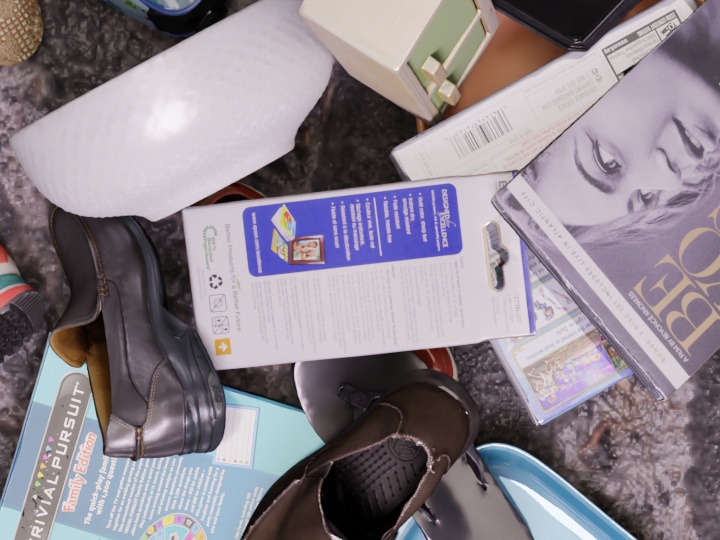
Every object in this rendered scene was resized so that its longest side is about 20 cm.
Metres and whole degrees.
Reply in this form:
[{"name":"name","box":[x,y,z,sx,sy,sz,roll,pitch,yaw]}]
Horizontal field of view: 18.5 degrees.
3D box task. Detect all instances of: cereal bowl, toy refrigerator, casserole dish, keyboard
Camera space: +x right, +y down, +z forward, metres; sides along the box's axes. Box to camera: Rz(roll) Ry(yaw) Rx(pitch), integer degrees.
[{"name":"cereal bowl","box":[-0.099,-0.085,1.272,0.199,0.200,0.084,-27,95,0]},{"name":"toy refrigerator","box":[0.028,-0.138,1.219,0.070,0.200,0.076,32,90,8]},{"name":"casserole dish","box":[0.108,0.192,1.341,0.200,0.039,0.121,39,89,1]},{"name":"keyboard","box":[0.091,-0.212,1.323,0.200,0.021,0.127,36,69,25]}]

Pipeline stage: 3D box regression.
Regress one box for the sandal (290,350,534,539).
[{"name":"sandal","box":[0.039,0.112,1.298,0.076,0.043,0.200,-41,91,-5]}]

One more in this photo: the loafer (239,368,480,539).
[{"name":"loafer","box":[-0.015,0.136,1.253,0.073,0.071,0.200,40,115,3]}]

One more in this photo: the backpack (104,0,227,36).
[{"name":"backpack","box":[-0.136,-0.263,1.302,0.199,0.147,0.184,34,86,5]}]

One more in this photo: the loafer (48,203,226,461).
[{"name":"loafer","box":[-0.148,0.028,1.290,0.072,0.073,0.200,-13,47,-25]}]

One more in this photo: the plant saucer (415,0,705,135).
[{"name":"plant saucer","box":[0.132,-0.097,1.336,0.198,0.037,0.202,0,90,-1]}]

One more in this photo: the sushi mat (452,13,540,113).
[{"name":"sushi mat","box":[0.082,-0.093,1.360,0.095,0.012,0.202,-7,89,0]}]

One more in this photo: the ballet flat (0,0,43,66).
[{"name":"ballet flat","box":[-0.267,-0.209,1.341,0.070,0.065,0.200,-40,89,-1]}]

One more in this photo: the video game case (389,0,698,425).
[{"name":"video game case","box":[0.146,-0.037,1.295,0.199,0.045,0.182,-28,88,-1]}]

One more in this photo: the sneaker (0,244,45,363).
[{"name":"sneaker","box":[-0.292,0.045,1.343,0.199,0.070,0.094,-36,71,2]}]

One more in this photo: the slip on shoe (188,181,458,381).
[{"name":"slip on shoe","box":[-0.025,0.019,1.336,0.200,0.061,0.074,41,88,0]}]

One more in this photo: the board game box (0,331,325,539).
[{"name":"board game box","box":[-0.113,0.138,1.339,0.199,0.047,0.152,17,87,1]}]

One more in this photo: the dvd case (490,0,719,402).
[{"name":"dvd case","box":[0.189,-0.047,1.248,0.200,0.016,0.149,-42,94,-18]}]

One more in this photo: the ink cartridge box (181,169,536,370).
[{"name":"ink cartridge box","box":[0.000,0.000,1.264,0.198,0.037,0.095,-6,92,14]}]
